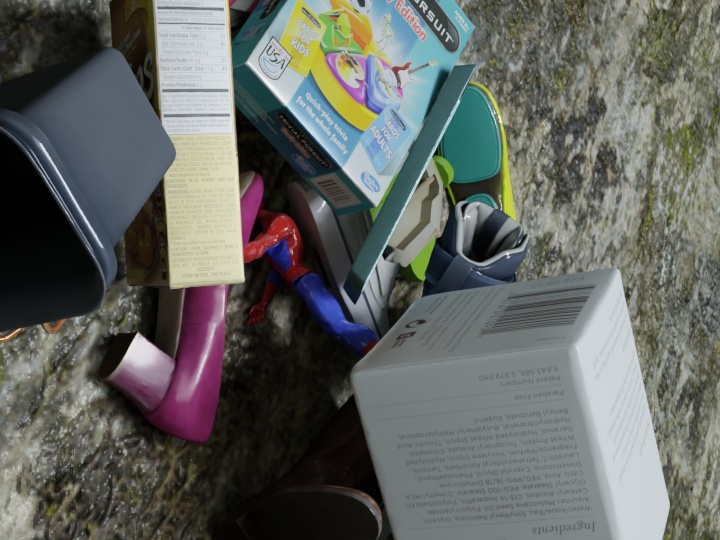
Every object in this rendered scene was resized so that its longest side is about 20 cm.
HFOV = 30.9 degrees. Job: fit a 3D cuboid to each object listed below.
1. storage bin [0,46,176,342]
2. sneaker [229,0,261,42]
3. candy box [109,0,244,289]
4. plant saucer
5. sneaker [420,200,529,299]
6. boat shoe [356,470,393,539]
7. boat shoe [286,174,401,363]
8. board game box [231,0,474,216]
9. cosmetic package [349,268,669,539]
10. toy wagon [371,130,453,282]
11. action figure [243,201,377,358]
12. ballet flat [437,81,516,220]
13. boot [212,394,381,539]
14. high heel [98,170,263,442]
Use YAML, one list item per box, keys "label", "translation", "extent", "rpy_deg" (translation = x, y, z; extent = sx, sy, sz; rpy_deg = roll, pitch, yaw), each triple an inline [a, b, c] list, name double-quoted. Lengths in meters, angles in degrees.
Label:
- label: "storage bin"
  translation: [-0.207, -0.044, 0.773]
  extent: [0.146, 0.200, 0.134]
  rpy_deg: [62, 36, -24]
- label: "sneaker"
  translation: [-0.121, -0.183, 0.969]
  extent: [0.200, 0.084, 0.121]
  rpy_deg: [15, 66, -50]
- label: "candy box"
  translation: [-0.123, -0.089, 0.864]
  extent: [0.055, 0.115, 0.200]
  rpy_deg: [-5, 92, -24]
- label: "plant saucer"
  translation: [0.036, -0.069, 1.015]
  extent: [0.019, 0.070, 0.200]
  rpy_deg: [26, 75, 1]
- label: "sneaker"
  translation: [0.099, 0.013, 1.117]
  extent: [0.146, 0.077, 0.202]
  rpy_deg: [-66, 167, 13]
- label: "boat shoe"
  translation: [-0.008, 0.222, 1.079]
  extent: [0.200, 0.064, 0.071]
  rpy_deg: [-49, 154, -33]
- label: "boat shoe"
  translation: [0.000, 0.000, 1.080]
  extent: [0.066, 0.072, 0.200]
  rpy_deg: [-28, 115, -16]
- label: "board game box"
  translation: [-0.007, -0.167, 0.987]
  extent: [0.151, 0.047, 0.200]
  rpy_deg: [46, 56, -29]
- label: "cosmetic package"
  translation: [0.115, 0.125, 0.936]
  extent: [0.165, 0.165, 0.200]
  rpy_deg: [-40, 118, -63]
- label: "toy wagon"
  translation: [0.027, -0.063, 1.165]
  extent: [0.155, 0.040, 0.200]
  rpy_deg: [-45, 121, -42]
- label: "action figure"
  translation: [-0.056, 0.034, 1.016]
  extent: [0.099, 0.065, 0.200]
  rpy_deg: [-32, 77, -6]
- label: "ballet flat"
  translation: [0.117, -0.086, 1.266]
  extent: [0.067, 0.067, 0.200]
  rpy_deg: [-41, 123, -68]
- label: "boot"
  translation: [0.000, 0.146, 1.008]
  extent: [0.200, 0.186, 0.064]
  rpy_deg: [-37, 103, -42]
- label: "high heel"
  translation: [-0.108, 0.025, 0.972]
  extent: [0.096, 0.067, 0.200]
  rpy_deg: [41, 71, -29]
